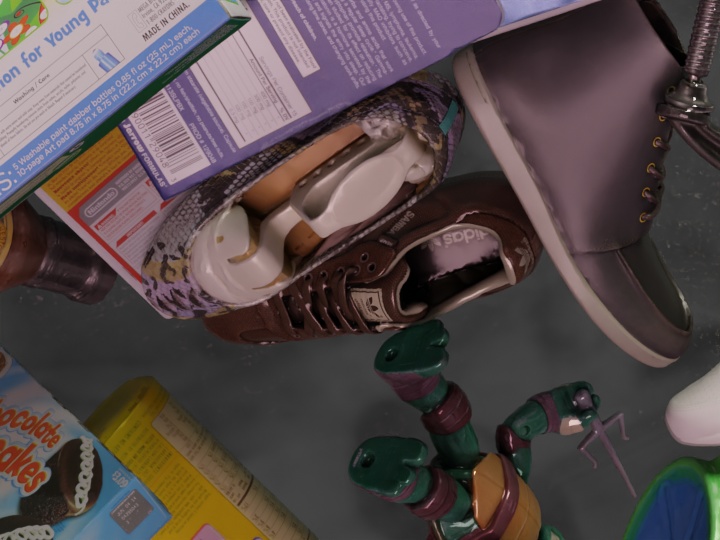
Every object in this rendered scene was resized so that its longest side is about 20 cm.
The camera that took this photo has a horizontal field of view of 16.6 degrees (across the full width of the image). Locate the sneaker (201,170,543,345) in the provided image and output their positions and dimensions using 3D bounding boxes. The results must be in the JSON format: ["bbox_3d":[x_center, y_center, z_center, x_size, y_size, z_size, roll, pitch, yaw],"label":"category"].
[{"bbox_3d":[0.000,0.000,1.284,0.199,0.076,0.071,-19,113,15],"label":"sneaker"}]

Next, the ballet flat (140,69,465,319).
[{"bbox_3d":[-0.034,-0.029,1.234,0.200,0.072,0.072,-34,108,18],"label":"ballet flat"}]

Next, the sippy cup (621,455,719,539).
[{"bbox_3d":[0.217,0.182,1.328,0.129,0.141,0.178,16,151,-13],"label":"sippy cup"}]

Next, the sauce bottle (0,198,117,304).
[{"bbox_3d":[-0.214,-0.024,1.264,0.199,0.065,0.065,14,123,-38],"label":"sauce bottle"}]

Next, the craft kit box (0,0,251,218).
[{"bbox_3d":[-0.187,-0.139,1.173,0.199,0.049,0.198,-36,89,13],"label":"craft kit box"}]

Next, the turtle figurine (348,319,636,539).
[{"bbox_3d":[0.075,0.120,1.291,0.100,0.151,0.200,-28,133,26],"label":"turtle figurine"}]

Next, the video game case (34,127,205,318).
[{"bbox_3d":[-0.116,-0.084,1.255,0.143,0.017,0.200,-38,111,20],"label":"video game case"}]

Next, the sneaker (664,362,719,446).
[{"bbox_3d":[0.237,0.020,1.279,0.200,0.070,0.081,-33,100,14],"label":"sneaker"}]

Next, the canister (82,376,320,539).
[{"bbox_3d":[-0.094,0.175,1.353,0.200,0.086,0.149,45,74,-13],"label":"canister"}]

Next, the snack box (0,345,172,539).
[{"bbox_3d":[-0.187,0.120,1.281,0.116,0.200,0.037,-45,124,-8],"label":"snack box"}]

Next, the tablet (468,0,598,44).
[{"bbox_3d":[0.035,-0.170,1.192,0.199,0.014,0.131,-17,112,14],"label":"tablet"}]

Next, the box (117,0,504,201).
[{"bbox_3d":[-0.040,-0.129,1.195,0.199,0.032,0.122,-25,110,17],"label":"box"}]

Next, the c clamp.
[{"bbox_3d":[0.194,-0.138,1.191,0.169,0.027,0.202,6,98,-16],"label":"c clamp"}]

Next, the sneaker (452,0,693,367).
[{"bbox_3d":[0.140,-0.048,1.245,0.106,0.075,0.201,-28,109,18],"label":"sneaker"}]
